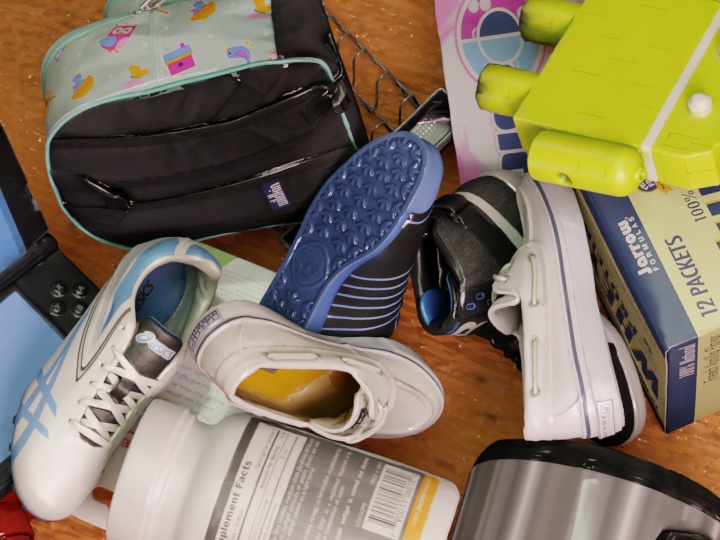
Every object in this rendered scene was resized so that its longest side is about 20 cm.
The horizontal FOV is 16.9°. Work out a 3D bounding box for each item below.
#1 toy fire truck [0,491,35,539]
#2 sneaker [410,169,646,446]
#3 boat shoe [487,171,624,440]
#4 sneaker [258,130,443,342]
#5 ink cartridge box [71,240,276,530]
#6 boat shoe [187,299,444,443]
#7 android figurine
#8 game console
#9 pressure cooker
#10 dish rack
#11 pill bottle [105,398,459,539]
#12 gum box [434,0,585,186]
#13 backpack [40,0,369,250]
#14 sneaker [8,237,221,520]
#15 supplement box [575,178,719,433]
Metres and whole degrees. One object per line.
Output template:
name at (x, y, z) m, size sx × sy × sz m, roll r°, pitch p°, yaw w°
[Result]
toy fire truck at (-0.271, 0.217, 1.567) m, size 0.176 × 0.129 × 0.200 m, roll -28°, pitch 63°, yaw -3°
sneaker at (0.096, 0.041, 1.558) m, size 0.112 × 0.073 × 0.200 m, roll -28°, pitch 87°, yaw -43°
boat shoe at (0.110, 0.016, 1.484) m, size 0.067 × 0.074 × 0.200 m, roll -10°, pitch 49°, yaw -1°
sneaker at (0.000, 0.000, 1.536) m, size 0.200 × 0.078 × 0.070 m, roll -54°, pitch 52°, yaw 19°
ink cartridge box at (-0.121, 0.087, 1.604) m, size 0.117 × 0.067 × 0.200 m, roll 22°, pitch 76°, yaw 10°
boat shoe at (-0.016, 0.076, 1.491) m, size 0.071 × 0.200 × 0.070 m, roll -50°, pitch 45°, yaw 17°
android figurine at (0.174, -0.115, 1.458) m, size 0.200 × 0.041 × 0.182 m, roll 16°, pitch 58°, yaw 31°
game console at (-0.248, 0.037, 1.510) m, size 0.171 × 0.118 × 0.200 m, roll 43°, pitch 66°, yaw 14°
pressure cooker at (0.129, 0.221, 1.485) m, size 0.176 × 0.179 × 0.200 m, roll 17°, pitch 72°, yaw 5°
dish rack at (-0.045, -0.113, 1.662) m, size 0.153 × 0.055 × 0.200 m, roll -43°, pitch 74°, yaw -8°
pill bottle at (-0.048, 0.155, 1.493) m, size 0.200 × 0.116 × 0.117 m, roll 18°, pitch 76°, yaw 4°
gum box at (0.115, -0.160, 1.593) m, size 0.113 × 0.066 × 0.200 m, roll -4°, pitch 97°, yaw 40°
backpack at (-0.106, -0.105, 1.553) m, size 0.200 × 0.176 × 0.153 m, roll -19°, pitch 55°, yaw 2°
sneaker at (-0.153, 0.064, 1.509) m, size 0.072 × 0.072 × 0.200 m, roll 36°, pitch 73°, yaw -24°
supplement box at (0.254, -0.018, 1.529) m, size 0.200 × 0.200 × 0.134 m, roll -24°, pitch 70°, yaw -1°
